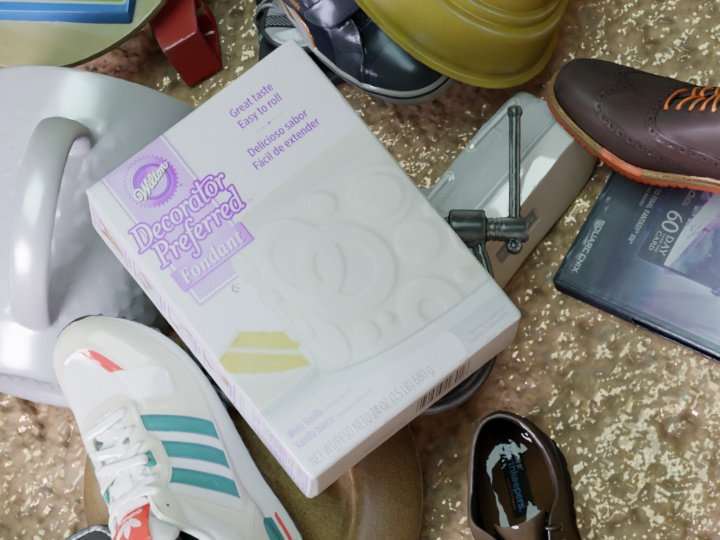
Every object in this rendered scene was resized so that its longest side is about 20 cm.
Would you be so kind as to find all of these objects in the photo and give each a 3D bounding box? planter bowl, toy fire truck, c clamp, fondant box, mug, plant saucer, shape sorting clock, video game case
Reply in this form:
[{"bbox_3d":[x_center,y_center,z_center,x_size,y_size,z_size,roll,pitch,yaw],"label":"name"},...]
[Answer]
[{"bbox_3d":[0.068,-0.213,1.349,0.083,0.200,0.201,-36,56,39],"label":"planter bowl"},{"bbox_3d":[-0.183,-0.189,1.517,0.141,0.049,0.201,-27,61,6],"label":"toy fire truck"},{"bbox_3d":[0.000,0.000,1.300,0.199,0.027,0.172,-5,75,-2],"label":"c clamp"},{"bbox_3d":[-0.032,-0.002,1.256,0.144,0.058,0.200,-37,78,-11],"label":"fondant box"},{"bbox_3d":[-0.172,-0.019,1.358,0.147,0.200,0.176,11,77,4],"label":"mug"},{"bbox_3d":[-0.065,0.126,1.309,0.199,0.035,0.202,0,90,11],"label":"plant saucer"},{"bbox_3d":[-0.191,-0.220,1.481,0.199,0.039,0.201,-4,78,21],"label":"shape sorting clock"},{"bbox_3d":[0.227,-0.014,1.322,0.199,0.019,0.143,25,78,27],"label":"video game case"}]

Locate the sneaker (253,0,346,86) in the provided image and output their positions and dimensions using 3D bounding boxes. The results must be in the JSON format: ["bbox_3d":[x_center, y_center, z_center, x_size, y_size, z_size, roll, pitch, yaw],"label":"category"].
[{"bbox_3d":[-0.055,-0.167,1.448,0.199,0.078,0.140,23,76,26],"label":"sneaker"}]

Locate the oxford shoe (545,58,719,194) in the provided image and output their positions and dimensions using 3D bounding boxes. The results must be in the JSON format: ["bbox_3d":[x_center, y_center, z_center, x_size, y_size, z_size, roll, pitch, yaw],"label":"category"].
[{"bbox_3d":[0.195,-0.084,1.303,0.199,0.073,0.071,23,56,22],"label":"oxford shoe"}]

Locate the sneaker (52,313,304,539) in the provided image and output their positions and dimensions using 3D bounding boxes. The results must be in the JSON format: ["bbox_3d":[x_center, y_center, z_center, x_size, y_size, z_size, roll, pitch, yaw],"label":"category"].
[{"bbox_3d":[-0.108,0.112,1.245,0.070,0.093,0.200,-38,84,28],"label":"sneaker"}]

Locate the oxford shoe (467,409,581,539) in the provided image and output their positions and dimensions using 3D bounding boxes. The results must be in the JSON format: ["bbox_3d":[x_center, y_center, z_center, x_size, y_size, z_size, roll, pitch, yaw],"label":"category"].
[{"bbox_3d":[0.094,0.168,1.254,0.072,0.084,0.201,-22,65,7],"label":"oxford shoe"}]

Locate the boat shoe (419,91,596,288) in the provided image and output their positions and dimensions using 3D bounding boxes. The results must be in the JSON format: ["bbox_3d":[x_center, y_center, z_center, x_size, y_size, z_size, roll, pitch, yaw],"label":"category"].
[{"bbox_3d":[0.052,-0.024,1.356,0.068,0.072,0.200,36,83,30],"label":"boat shoe"}]

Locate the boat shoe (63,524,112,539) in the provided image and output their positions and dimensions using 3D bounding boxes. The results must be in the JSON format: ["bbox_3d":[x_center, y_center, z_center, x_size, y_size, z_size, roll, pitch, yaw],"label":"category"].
[{"bbox_3d":[-0.199,0.211,1.262,0.201,0.066,0.072,-42,60,-8],"label":"boat shoe"}]

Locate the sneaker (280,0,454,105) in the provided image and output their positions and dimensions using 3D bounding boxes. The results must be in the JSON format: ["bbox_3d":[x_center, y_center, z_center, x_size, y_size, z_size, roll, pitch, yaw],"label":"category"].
[{"bbox_3d":[-0.020,-0.182,1.371,0.078,0.079,0.200,-41,72,-5],"label":"sneaker"}]
